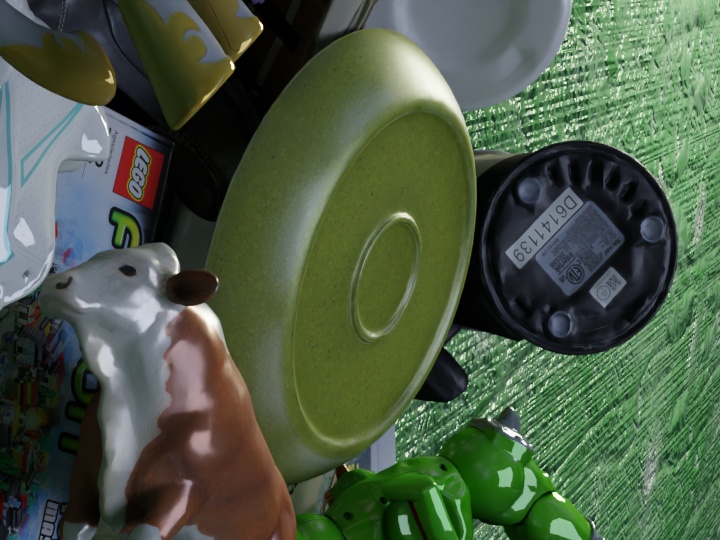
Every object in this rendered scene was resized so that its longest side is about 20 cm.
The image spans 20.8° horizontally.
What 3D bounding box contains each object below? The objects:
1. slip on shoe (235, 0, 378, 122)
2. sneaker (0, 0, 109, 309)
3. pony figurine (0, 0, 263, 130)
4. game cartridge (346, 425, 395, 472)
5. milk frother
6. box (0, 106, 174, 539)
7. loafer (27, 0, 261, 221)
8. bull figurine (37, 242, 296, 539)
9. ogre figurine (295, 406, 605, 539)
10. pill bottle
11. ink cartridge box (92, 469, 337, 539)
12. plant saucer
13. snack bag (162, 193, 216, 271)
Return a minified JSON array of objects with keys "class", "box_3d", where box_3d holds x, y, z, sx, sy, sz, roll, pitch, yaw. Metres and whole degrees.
[{"class":"slip on shoe","box_3d":[-0.028,-0.116,0.840,0.060,0.076,0.200,-34,169,-31]},{"class":"sneaker","box_3d":[-0.142,-0.004,0.631,0.080,0.070,0.201,45,57,-25]},{"class":"pony figurine","box_3d":[-0.092,-0.157,0.627,0.200,0.166,0.193,45,49,-8]},{"class":"game cartridge","box_3d":[-0.025,0.152,1.110,0.200,0.040,0.135,-43,132,-61]},{"class":"milk frother","box_3d":[0.056,-0.039,1.150,0.201,0.179,0.188,64,-11,-7]},{"class":"box","box_3d":[-0.136,0.029,0.721,0.110,0.034,0.202,25,71,-49]},{"class":"loafer","box_3d":[-0.096,-0.078,0.816,0.072,0.072,0.201,-49,146,-19]},{"class":"bull figurine","box_3d":[-0.071,0.081,0.716,0.122,0.065,0.201,-64,151,-25]},{"class":"ogre figurine","box_3d":[0.030,0.139,0.855,0.098,0.198,0.121,-132,-157,-76]},{"class":"pill bottle","box_3d":[0.048,-0.170,1.030,0.200,0.112,0.114,-90,177,-63]},{"class":"ink cartridge box","box_3d":[-0.062,0.119,0.872,0.117,0.067,0.201,-57,136,-40]},{"class":"plant saucer","box_3d":[0.000,0.000,0.829,0.200,0.031,0.202,-38,137,-47]},{"class":"snack bag","box_3d":[-0.061,0.085,0.957,0.189,0.021,0.202,45,53,-50]}]
